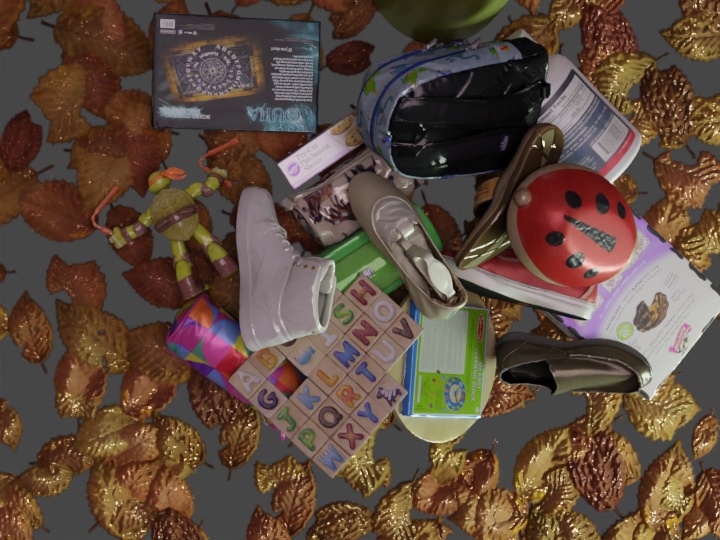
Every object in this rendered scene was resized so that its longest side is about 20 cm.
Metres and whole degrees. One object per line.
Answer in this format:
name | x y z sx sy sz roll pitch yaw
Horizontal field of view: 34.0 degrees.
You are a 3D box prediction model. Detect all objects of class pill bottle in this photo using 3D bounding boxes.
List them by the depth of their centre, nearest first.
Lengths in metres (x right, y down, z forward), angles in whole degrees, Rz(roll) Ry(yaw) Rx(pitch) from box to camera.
pill bottle | 0.234 -0.191 1.436 0.200 0.120 0.120 43 88 -12

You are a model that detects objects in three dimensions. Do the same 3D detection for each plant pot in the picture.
plant pot | 0.115 -0.361 1.351 0.185 0.200 0.189 -1 97 -11

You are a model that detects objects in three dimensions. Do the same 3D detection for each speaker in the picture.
speaker | 0.000 0.000 1.431 0.199 0.088 0.089 -33 101 -5

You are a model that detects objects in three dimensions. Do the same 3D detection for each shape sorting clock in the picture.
shape sorting clock | 0.099 0.110 1.448 0.199 0.039 0.202 0 91 -39

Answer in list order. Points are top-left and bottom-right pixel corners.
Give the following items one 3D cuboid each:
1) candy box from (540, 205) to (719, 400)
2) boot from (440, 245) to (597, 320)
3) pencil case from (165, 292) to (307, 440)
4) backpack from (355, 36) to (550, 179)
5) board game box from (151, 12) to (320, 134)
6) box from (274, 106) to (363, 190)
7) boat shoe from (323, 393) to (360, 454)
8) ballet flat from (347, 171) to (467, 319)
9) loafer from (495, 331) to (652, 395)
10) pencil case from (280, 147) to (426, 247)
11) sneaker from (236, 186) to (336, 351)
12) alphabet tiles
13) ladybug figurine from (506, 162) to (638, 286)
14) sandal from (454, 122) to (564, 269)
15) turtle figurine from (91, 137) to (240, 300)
candy box | 0.340 0.036 1.506 0.200 0.072 0.168 41 88 -12
boot | 0.198 -0.033 1.427 0.198 0.072 0.145 14 85 -2
pencil case | -0.143 0.115 1.418 0.200 0.088 0.089 40 88 -11
backpack | 0.094 -0.177 1.318 0.199 0.153 0.164 -25 136 -33
board game box | -0.148 -0.233 1.403 0.198 0.028 0.137 1 97 -12
box | -0.012 -0.169 1.431 0.199 0.039 0.042 -34 99 -5
boat shoe | -0.018 0.126 1.426 0.086 0.075 0.203 22 75 20
ballet flat | 0.058 -0.030 1.362 0.069 0.069 0.201 -36 99 -5
loafer | 0.259 0.128 1.460 0.198 0.070 0.076 4 133 23
pencil case | 0.004 -0.108 1.420 0.199 0.078 0.090 -34 122 -5
sneaker | -0.081 -0.012 1.366 0.115 0.074 0.202 -12 69 19
alphabet tiles | -0.028 0.110 1.371 0.167 0.008 0.200 42 87 5
ladybug figurine | 0.245 -0.046 1.326 0.199 0.072 0.137 19 96 -38
sandal | 0.163 -0.088 1.341 0.080 0.054 0.201 -4 129 -45
turtle figurine | -0.202 -0.060 1.382 0.199 0.064 0.162 -30 90 -8
